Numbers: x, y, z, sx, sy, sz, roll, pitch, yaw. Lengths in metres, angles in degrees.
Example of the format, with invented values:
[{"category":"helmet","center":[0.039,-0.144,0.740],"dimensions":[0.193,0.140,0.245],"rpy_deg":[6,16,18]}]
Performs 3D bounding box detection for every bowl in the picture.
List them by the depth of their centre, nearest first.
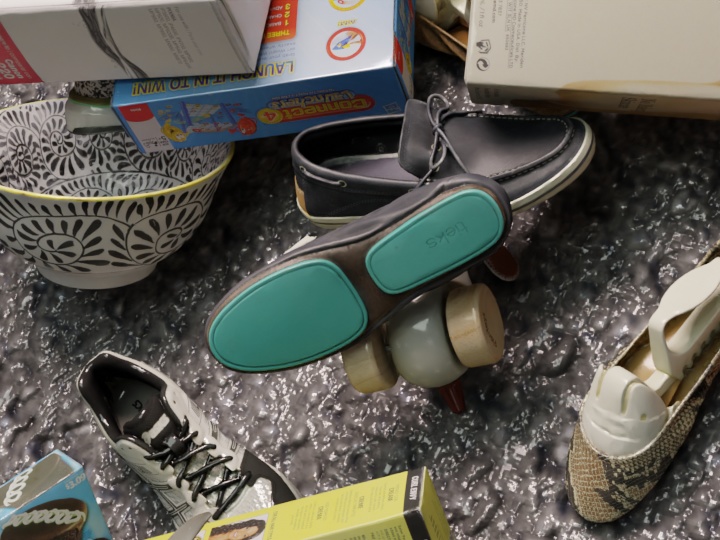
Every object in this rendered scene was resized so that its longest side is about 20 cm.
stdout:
[{"category":"bowl","center":[-0.189,-0.048,1.127],"dimensions":[0.199,0.095,0.201],"rpy_deg":[3,25,-1]}]

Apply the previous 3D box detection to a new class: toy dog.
[{"category":"toy dog","center":[0.054,0.010,1.020],"dimensions":[0.131,0.097,0.201],"rpy_deg":[6,52,31]}]

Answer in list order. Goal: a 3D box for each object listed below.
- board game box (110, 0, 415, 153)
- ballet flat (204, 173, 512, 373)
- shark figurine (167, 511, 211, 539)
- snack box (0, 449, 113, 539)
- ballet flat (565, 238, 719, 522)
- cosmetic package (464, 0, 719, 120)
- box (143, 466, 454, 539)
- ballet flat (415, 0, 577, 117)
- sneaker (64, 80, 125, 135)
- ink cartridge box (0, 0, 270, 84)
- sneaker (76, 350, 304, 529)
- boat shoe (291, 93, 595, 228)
[{"category":"board game box","center":[-0.062,-0.188,1.094],"dimensions":[0.198,0.056,0.197],"rpy_deg":[-6,58,14]},{"category":"ballet flat","center":[0.000,0.000,0.945],"dimensions":[0.199,0.073,0.073],"rpy_deg":[-28,55,10]},{"category":"shark figurine","center":[-0.047,0.228,0.858],"dimensions":[0.213,0.128,0.090],"rpy_deg":[24,115,6]},{"category":"snack box","center":[-0.241,0.213,0.971],"dimensions":[0.199,0.117,0.037],"rpy_deg":[-34,33,-27]},{"category":"ballet flat","center":[0.178,0.053,0.930],"dimensions":[0.068,0.075,0.201],"rpy_deg":[33,82,34]},{"category":"cosmetic package","center":[0.166,-0.136,0.976],"dimensions":[0.198,0.105,0.072],"rpy_deg":[5,90,7]},{"category":"box","center":[-0.043,0.183,0.955],"dimensions":[0.198,0.076,0.050],"rpy_deg":[-18,22,13]},{"category":"ballet flat","center":[0.081,-0.176,1.100],"dimensions":[0.068,0.072,0.200],"rpy_deg":[-41,54,-7]},{"category":"sneaker","center":[-0.170,-0.171,1.171],"dimensions":[0.076,0.089,0.200],"rpy_deg":[2,27,0]},{"category":"ink cartridge box","center":[-0.158,-0.206,1.052],"dimensions":[0.198,0.085,0.147],"rpy_deg":[-1,59,19]},{"category":"sneaker","center":[-0.116,0.125,1.025],"dimensions":[0.199,0.088,0.076],"rpy_deg":[34,79,33]},{"category":"boat shoe","center":[0.046,-0.071,0.985],"dimensions":[0.198,0.063,0.075],"rpy_deg":[-5,45,21]}]
